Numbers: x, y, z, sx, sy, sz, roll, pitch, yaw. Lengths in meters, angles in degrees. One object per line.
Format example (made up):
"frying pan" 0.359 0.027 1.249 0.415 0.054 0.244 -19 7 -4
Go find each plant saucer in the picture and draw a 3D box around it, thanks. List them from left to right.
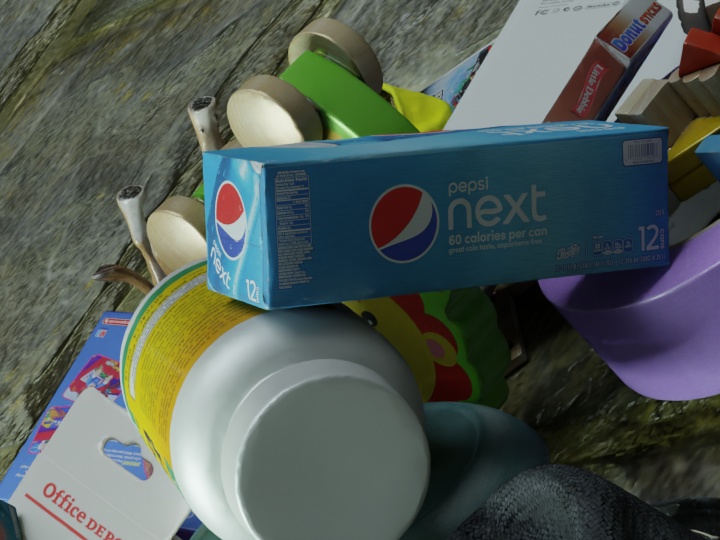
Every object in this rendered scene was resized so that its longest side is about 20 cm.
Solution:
"plant saucer" -0.009 0.115 1.184 0.200 0.027 0.200 -26 18 9

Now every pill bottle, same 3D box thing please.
"pill bottle" -0.036 0.063 1.141 0.113 0.113 0.200 -45 19 -3

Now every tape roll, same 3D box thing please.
"tape roll" 0.180 -0.034 1.222 0.200 0.066 0.200 -37 22 18

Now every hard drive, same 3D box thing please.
"hard drive" 0.132 -0.118 1.429 0.132 0.027 0.200 -4 33 28

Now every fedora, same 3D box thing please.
"fedora" 0.085 0.141 1.030 0.201 0.092 0.201 -37 23 18

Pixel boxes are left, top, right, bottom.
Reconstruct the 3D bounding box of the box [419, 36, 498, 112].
"box" 0.076 -0.070 1.484 0.110 0.035 0.200 -34 24 23

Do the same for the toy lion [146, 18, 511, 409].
"toy lion" 0.000 0.000 1.255 0.069 0.192 0.200 -46 -2 -34

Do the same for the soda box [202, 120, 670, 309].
"soda box" 0.035 -0.027 1.133 0.200 0.064 0.068 -5 9 -26

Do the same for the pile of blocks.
"pile of blocks" 0.189 -0.095 1.149 0.200 0.062 0.082 -37 23 18

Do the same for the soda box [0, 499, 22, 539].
"soda box" -0.189 0.200 1.234 0.068 0.064 0.200 -33 54 18

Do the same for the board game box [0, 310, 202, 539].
"board game box" -0.092 0.092 1.406 0.200 0.045 0.135 4 54 42

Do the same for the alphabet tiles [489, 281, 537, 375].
"alphabet tiles" 0.041 0.028 1.425 0.167 0.008 0.200 -37 23 15

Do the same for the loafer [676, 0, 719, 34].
"loafer" 0.230 -0.184 1.414 0.071 0.073 0.200 -14 40 33

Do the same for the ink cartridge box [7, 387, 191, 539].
"ink cartridge box" -0.141 0.173 1.300 0.117 0.067 0.200 30 86 42

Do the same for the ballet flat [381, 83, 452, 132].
"ballet flat" 0.009 -0.039 1.403 0.067 0.067 0.200 -49 16 34

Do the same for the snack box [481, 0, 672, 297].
"snack box" 0.091 -0.049 1.310 0.200 0.024 0.072 -59 -8 34

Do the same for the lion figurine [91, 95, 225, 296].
"lion figurine" -0.072 -0.014 1.407 0.072 0.123 0.200 6 40 35
